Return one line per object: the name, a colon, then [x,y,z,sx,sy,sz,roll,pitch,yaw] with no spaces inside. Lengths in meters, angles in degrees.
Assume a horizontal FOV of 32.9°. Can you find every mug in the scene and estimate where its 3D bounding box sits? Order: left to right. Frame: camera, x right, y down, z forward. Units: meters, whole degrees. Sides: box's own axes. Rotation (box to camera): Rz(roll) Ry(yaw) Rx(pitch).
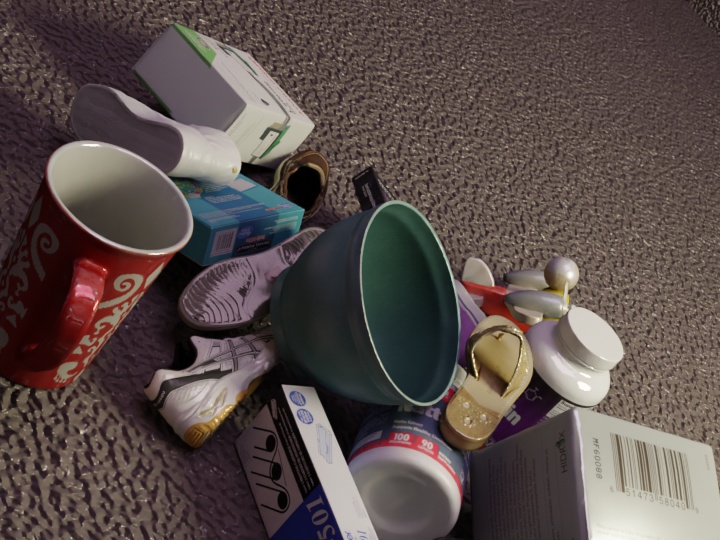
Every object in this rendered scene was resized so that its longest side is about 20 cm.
mug: [-0.262,0.010,1.058,0.133,0.200,0.178,42,33,4]

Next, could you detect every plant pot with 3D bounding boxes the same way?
plant pot: [-0.005,0.042,1.206,0.200,0.134,0.201,30,55,-54]

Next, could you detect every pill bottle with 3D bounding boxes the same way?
pill bottle: [0.056,0.175,1.251,0.120,0.120,0.200,34,32,-7]
pill bottle: [0.201,0.134,1.371,0.112,0.200,0.113,26,33,-19]

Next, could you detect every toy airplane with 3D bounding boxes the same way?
toy airplane: [0.219,0.037,1.566,0.199,0.141,0.200,23,16,-43]

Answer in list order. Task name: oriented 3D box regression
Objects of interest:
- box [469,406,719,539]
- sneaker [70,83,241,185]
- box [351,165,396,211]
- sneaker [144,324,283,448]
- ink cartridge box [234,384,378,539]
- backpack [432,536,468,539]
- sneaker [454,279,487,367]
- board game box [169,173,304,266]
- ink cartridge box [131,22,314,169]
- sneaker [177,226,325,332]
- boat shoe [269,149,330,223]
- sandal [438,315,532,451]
box: [0.236,0.270,1.221,0.199,0.171,0.200,18,57,-29]
sneaker: [-0.218,-0.139,1.313,0.200,0.074,0.116,30,11,36]
box: [0.051,-0.033,1.445,0.143,0.036,0.200,53,7,-23]
sneaker: [-0.136,0.089,1.204,0.088,0.076,0.200,41,31,3]
ink cartridge box: [-0.048,0.213,1.120,0.044,0.094,0.200,8,43,-39]
backpack: [0.097,0.333,1.041,0.177,0.150,0.200,18,76,-46]
sneaker: [0.083,0.069,1.457,0.200,0.114,0.073,-126,-162,-74]
board game box: [-0.186,-0.078,1.328,0.200,0.047,0.151,30,25,28]
ink cartridge box: [-0.162,-0.208,1.488,0.146,0.084,0.200,48,15,14]
sneaker: [-0.115,0.031,1.296,0.200,0.106,0.075,-24,75,-35]
boat shoe: [-0.068,-0.100,1.500,0.075,0.075,0.202,47,32,-14]
sandal: [0.142,0.093,1.234,0.078,0.070,0.212,30,39,4]
